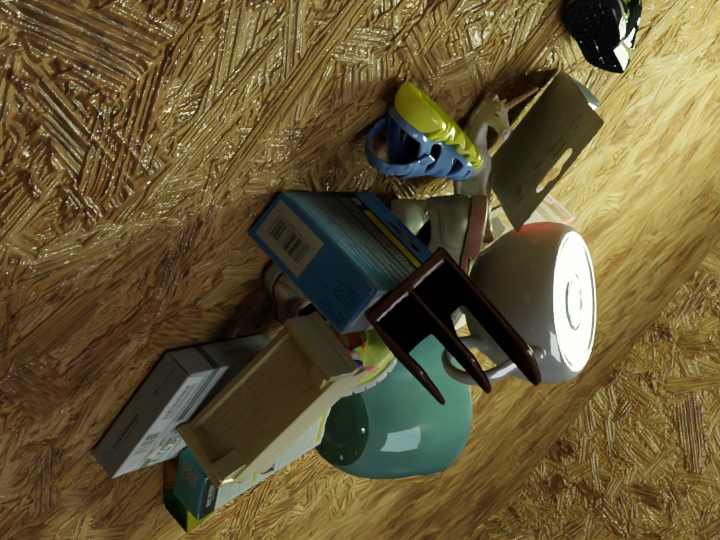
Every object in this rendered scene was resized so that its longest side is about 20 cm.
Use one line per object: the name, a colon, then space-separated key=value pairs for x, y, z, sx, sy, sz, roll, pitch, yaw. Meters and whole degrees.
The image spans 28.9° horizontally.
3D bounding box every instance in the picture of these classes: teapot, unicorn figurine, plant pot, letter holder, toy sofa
teapot: x=0.180 y=0.040 z=1.616 sx=0.200 sy=0.145 sz=0.200 roll=19 pitch=71 yaw=-63
unicorn figurine: x=0.134 y=-0.111 z=1.596 sx=0.200 sy=0.073 sz=0.139 roll=123 pitch=-26 yaw=-69
plant pot: x=0.024 y=0.186 z=1.869 sx=0.160 sy=0.201 sz=0.201 roll=-6 pitch=140 yaw=-45
letter holder: x=0.101 y=0.083 z=1.401 sx=0.100 sy=0.142 sz=0.200 roll=-42 pitch=164 yaw=-3
toy sofa: x=-0.094 y=0.139 z=1.506 sx=0.200 sy=0.083 sz=0.097 roll=-45 pitch=163 yaw=21

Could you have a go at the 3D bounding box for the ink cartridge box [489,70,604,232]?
ink cartridge box: x=0.225 y=-0.134 z=1.636 sx=0.163 sy=0.050 sz=0.200 roll=-52 pitch=-158 yaw=16

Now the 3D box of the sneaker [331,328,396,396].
sneaker: x=-0.036 y=0.099 z=1.566 sx=0.199 sy=0.078 sz=0.090 roll=-34 pitch=143 yaw=1

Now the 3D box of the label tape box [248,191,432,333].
label tape box: x=-0.004 y=-0.012 z=1.427 sx=0.063 sy=0.144 sz=0.199 roll=-50 pitch=161 yaw=19

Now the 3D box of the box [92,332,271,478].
box: x=-0.186 y=0.146 z=1.546 sx=0.156 sy=0.041 sz=0.199 roll=-52 pitch=160 yaw=21

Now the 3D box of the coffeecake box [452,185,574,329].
coffeecake box: x=0.191 y=-0.017 z=1.966 sx=0.199 sy=0.073 sz=0.154 roll=-27 pitch=154 yaw=-45

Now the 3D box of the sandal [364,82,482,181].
sandal: x=0.061 y=-0.129 z=1.440 sx=0.087 sy=0.080 sz=0.200 roll=-44 pitch=155 yaw=11

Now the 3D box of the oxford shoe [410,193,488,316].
oxford shoe: x=0.089 y=-0.016 z=1.555 sx=0.201 sy=0.073 sz=0.071 roll=103 pitch=-5 yaw=-47

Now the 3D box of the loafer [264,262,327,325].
loafer: x=-0.059 y=0.038 z=1.549 sx=0.072 sy=0.063 sz=0.200 roll=-43 pitch=162 yaw=-6

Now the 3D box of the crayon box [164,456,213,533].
crayon box: x=-0.182 y=0.239 z=1.746 sx=0.127 sy=0.051 sz=0.201 roll=-36 pitch=161 yaw=-26

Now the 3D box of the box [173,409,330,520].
box: x=-0.126 y=0.208 z=1.648 sx=0.199 sy=0.049 sz=0.083 roll=-28 pitch=148 yaw=-37

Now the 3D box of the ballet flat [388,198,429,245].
ballet flat: x=0.075 y=-0.053 z=1.628 sx=0.069 sy=0.069 sz=0.200 roll=-45 pitch=168 yaw=1

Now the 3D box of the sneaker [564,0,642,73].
sneaker: x=0.281 y=-0.295 z=1.595 sx=0.084 sy=0.071 sz=0.200 roll=-67 pitch=164 yaw=-6

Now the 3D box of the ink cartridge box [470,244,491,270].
ink cartridge box: x=0.083 y=0.049 z=1.761 sx=0.199 sy=0.047 sz=0.197 roll=-31 pitch=177 yaw=-44

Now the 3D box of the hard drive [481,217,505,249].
hard drive: x=0.087 y=0.004 z=1.760 sx=0.131 sy=0.026 sz=0.200 roll=-34 pitch=177 yaw=-30
